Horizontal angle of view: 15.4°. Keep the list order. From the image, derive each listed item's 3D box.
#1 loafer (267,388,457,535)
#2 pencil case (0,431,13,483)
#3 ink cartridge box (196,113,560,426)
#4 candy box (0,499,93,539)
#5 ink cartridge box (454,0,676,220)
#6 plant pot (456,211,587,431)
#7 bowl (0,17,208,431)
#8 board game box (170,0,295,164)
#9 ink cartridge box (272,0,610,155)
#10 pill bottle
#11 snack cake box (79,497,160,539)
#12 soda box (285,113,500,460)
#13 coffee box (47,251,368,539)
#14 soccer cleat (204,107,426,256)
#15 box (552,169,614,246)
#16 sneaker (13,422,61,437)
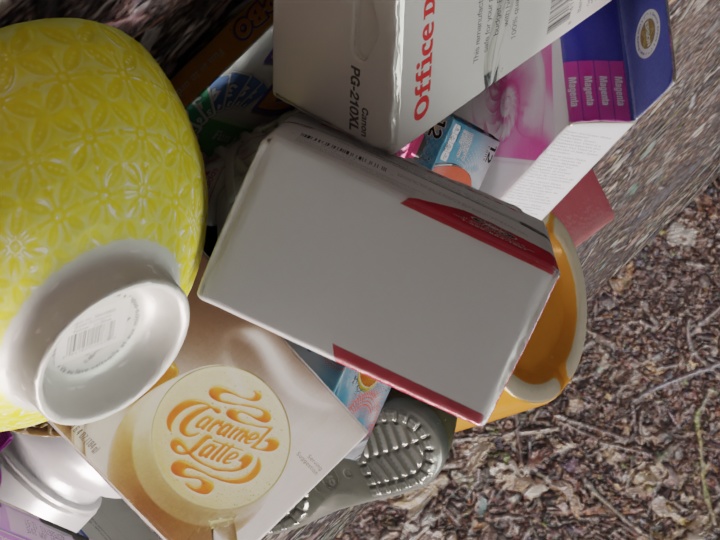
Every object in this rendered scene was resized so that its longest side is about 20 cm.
[{"bbox_3d":[-0.022,0.105,1.563,0.199,0.075,0.070,-9,-163,35],"label":"loafer"},{"bbox_3d":[-0.262,0.149,1.480,0.092,0.085,0.200,-14,154,-34],"label":"pencil case"},{"bbox_3d":[0.011,-0.006,1.262,0.200,0.145,0.084,-70,-176,-84],"label":"ink cartridge box"},{"bbox_3d":[-0.241,0.196,1.413,0.200,0.072,0.168,-27,146,23],"label":"candy box"},{"bbox_3d":[0.103,-0.144,1.487,0.043,0.197,0.200,6,152,-20],"label":"ink cartridge box"},{"bbox_3d":[0.032,0.025,1.644,0.183,0.201,0.200,-5,-162,36],"label":"plant pot"},{"bbox_3d":[-0.136,0.003,1.154,0.200,0.108,0.201,-29,145,-23],"label":"bowl"},{"bbox_3d":[-0.048,-0.098,1.399,0.200,0.030,0.095,-45,146,8],"label":"board game box"},{"bbox_3d":[0.048,-0.170,1.323,0.200,0.084,0.145,-37,142,-38],"label":"ink cartridge box"},{"bbox_3d":[-0.135,0.057,1.547,0.200,0.113,0.113,-48,170,15],"label":"pill bottle"},{"bbox_3d":[-0.222,0.219,1.847,0.067,0.115,0.200,-35,166,-42],"label":"snack cake box"},{"bbox_3d":[0.000,0.000,1.472,0.064,0.068,0.201,18,97,-61],"label":"soda box"},{"bbox_3d":[-0.108,0.044,1.328,0.114,0.200,0.080,-44,-157,-7],"label":"coffee box"},{"bbox_3d":[-0.039,-0.049,1.383,0.200,0.086,0.070,-53,-150,9],"label":"soccer cleat"},{"bbox_3d":[0.071,-0.031,1.937,0.128,0.109,0.200,-23,-172,41],"label":"box"},{"bbox_3d":[-0.156,0.049,1.414,0.090,0.200,0.067,25,-78,62],"label":"sneaker"}]
